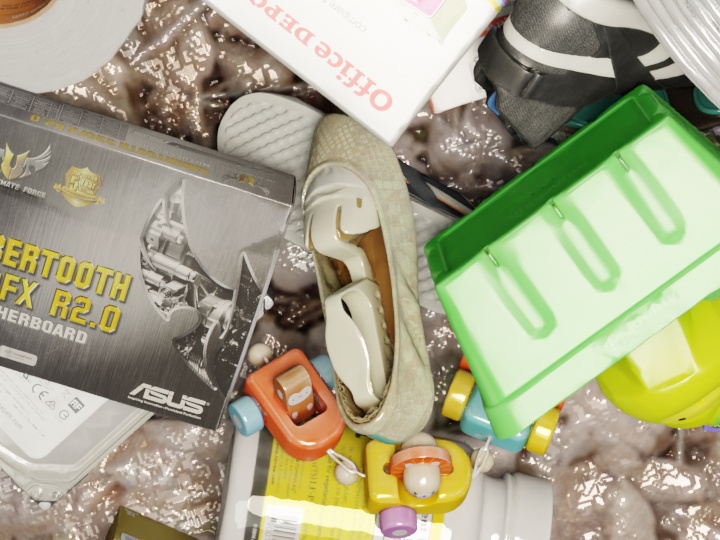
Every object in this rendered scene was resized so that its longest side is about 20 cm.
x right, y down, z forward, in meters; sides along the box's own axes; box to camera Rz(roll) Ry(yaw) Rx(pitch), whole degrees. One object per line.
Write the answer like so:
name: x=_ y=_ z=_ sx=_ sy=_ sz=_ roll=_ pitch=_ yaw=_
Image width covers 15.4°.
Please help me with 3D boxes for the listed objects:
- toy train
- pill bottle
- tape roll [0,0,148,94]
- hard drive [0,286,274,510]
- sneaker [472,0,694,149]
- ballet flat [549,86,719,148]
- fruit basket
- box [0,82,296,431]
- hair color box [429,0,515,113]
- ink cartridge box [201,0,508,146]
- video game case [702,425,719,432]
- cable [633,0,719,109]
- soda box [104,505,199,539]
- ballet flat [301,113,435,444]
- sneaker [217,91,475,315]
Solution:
toy train: x=0.031 y=0.070 z=1.585 sx=0.199 sy=0.056 sz=0.151 roll=-25 pitch=69 yaw=-19
pill bottle: x=0.013 y=0.153 z=1.634 sx=0.199 sy=0.111 sz=0.112 roll=10 pitch=104 yaw=-4
tape roll: x=-0.210 y=-0.200 z=1.521 sx=0.199 sy=0.066 sz=0.201 roll=7 pitch=129 yaw=9
hard drive: x=-0.169 y=0.034 z=1.638 sx=0.200 sy=0.038 sz=0.140 roll=-41 pitch=102 yaw=8
sneaker: x=0.132 y=-0.119 z=1.531 sx=0.112 sy=0.199 sz=0.073 roll=-50 pitch=58 yaw=20
ballet flat: x=0.191 y=-0.083 z=1.604 sx=0.199 sy=0.072 sz=0.073 roll=-3 pitch=104 yaw=0
fruit basket: x=0.157 y=0.024 z=1.500 sx=0.214 sy=0.156 sz=0.217 roll=-1 pitch=105 yaw=-3
box: x=-0.154 y=-0.008 z=1.570 sx=0.199 sy=0.048 sz=0.159 roll=18 pitch=115 yaw=-6
hair color box: x=0.061 y=-0.205 z=1.569 sx=0.101 sy=0.061 sz=0.201 roll=-16 pitch=103 yaw=2
ink cartridge box: x=0.022 y=-0.193 z=1.498 sx=0.144 sy=0.085 sz=0.200 roll=37 pitch=103 yaw=-9
video game case: x=0.307 y=0.009 z=1.597 sx=0.180 sy=0.046 sz=0.201 roll=3 pitch=123 yaw=-10
cable: x=0.217 y=-0.165 z=1.509 sx=0.200 sy=0.201 sz=0.069 roll=35 pitch=124 yaw=-30
soda box: x=-0.077 y=0.226 z=1.675 sx=0.199 sy=0.064 sz=0.068 roll=25 pitch=102 yaw=-7
ballet flat: x=0.000 y=0.000 z=1.527 sx=0.067 sy=0.062 sz=0.201 roll=-21 pitch=76 yaw=31
sneaker: x=0.004 y=-0.036 z=1.610 sx=0.200 sy=0.079 sz=0.079 roll=36 pitch=101 yaw=16
